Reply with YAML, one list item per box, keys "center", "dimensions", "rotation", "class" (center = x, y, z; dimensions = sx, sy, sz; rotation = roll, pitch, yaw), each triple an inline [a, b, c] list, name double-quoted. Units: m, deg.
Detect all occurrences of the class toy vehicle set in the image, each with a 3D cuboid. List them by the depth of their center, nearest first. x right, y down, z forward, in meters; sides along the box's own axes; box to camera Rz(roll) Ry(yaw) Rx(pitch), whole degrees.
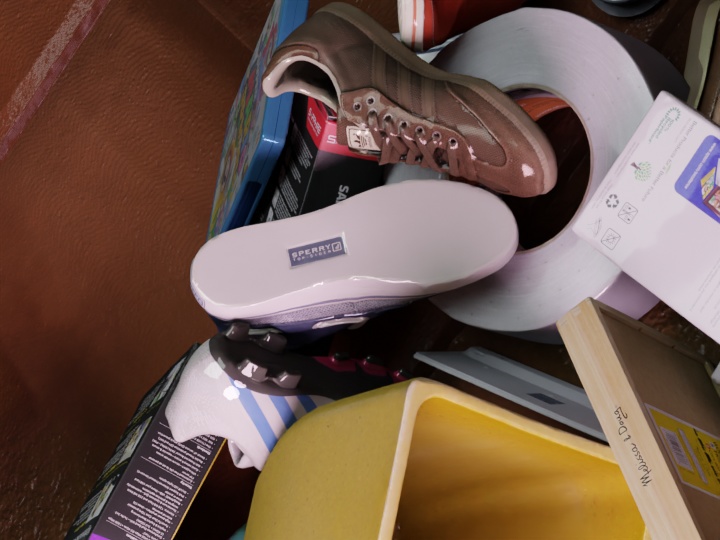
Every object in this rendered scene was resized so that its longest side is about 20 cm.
- center: [0.187, 0.113, 1.564]
  dimensions: [0.027, 0.124, 0.200]
  rotation: [-40, 49, 22]
  class: "toy vehicle set"

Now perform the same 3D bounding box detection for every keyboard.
- center: [0.117, 0.079, 1.695]
  dimensions: [0.200, 0.056, 0.011]
  rotation: [22, 111, 46]
  class: "keyboard"

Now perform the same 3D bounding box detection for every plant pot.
- center: [0.026, 0.184, 1.644]
  dimensions: [0.200, 0.195, 0.195]
  rotation: [-7, 67, 52]
  class: "plant pot"

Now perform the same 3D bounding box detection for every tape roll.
- center: [0.113, -0.057, 1.722]
  dimensions: [0.200, 0.066, 0.201]
  rotation: [-6, 79, 33]
  class: "tape roll"

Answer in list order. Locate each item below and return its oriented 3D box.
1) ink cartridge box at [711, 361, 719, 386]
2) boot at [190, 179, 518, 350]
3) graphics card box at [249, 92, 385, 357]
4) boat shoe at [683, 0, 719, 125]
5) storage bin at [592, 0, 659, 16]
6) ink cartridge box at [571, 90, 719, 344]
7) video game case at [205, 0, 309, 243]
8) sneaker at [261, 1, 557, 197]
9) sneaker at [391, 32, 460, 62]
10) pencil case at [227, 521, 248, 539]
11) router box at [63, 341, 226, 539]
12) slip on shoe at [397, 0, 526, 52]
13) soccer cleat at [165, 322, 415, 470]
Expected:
- center: [0.283, -0.001, 1.571]
  dimensions: [0.095, 0.037, 0.200]
  rotation: [35, 99, 49]
  class: "ink cartridge box"
- center: [0.000, 0.000, 1.716]
  dimensions: [0.199, 0.090, 0.073]
  rotation: [-8, 67, 5]
  class: "boot"
- center: [-0.037, -0.028, 1.816]
  dimensions: [0.126, 0.051, 0.200]
  rotation: [-115, 40, -63]
  class: "graphics card box"
- center: [0.225, -0.069, 1.648]
  dimensions: [0.068, 0.072, 0.201]
  rotation: [-1, 78, 30]
  class: "boat shoe"
- center: [0.137, -0.281, 1.754]
  dimensions: [0.146, 0.134, 0.200]
  rotation: [-41, 61, 16]
  class: "storage bin"
- center: [0.218, -0.008, 1.569]
  dimensions: [0.200, 0.039, 0.100]
  rotation: [41, 102, 35]
  class: "ink cartridge box"
- center: [-0.069, -0.096, 1.863]
  dimensions: [0.200, 0.018, 0.143]
  rotation: [119, 163, -59]
  class: "video game case"
- center: [0.027, -0.086, 1.684]
  dimensions: [0.200, 0.071, 0.076]
  rotation: [34, 62, 32]
  class: "sneaker"
- center: [0.017, -0.114, 1.862]
  dimensions: [0.200, 0.073, 0.071]
  rotation: [-11, 61, 39]
  class: "sneaker"
- center: [-0.087, 0.242, 1.790]
  dimensions: [0.200, 0.085, 0.092]
  rotation: [-50, 57, 15]
  class: "pencil case"
- center: [-0.138, 0.137, 1.816]
  dimensions: [0.149, 0.051, 0.200]
  rotation: [-61, 6, -17]
  class: "router box"
- center: [0.071, -0.184, 1.776]
  dimensions: [0.061, 0.200, 0.074]
  rotation: [5, 108, 22]
  class: "slip on shoe"
- center: [-0.030, 0.092, 1.731]
  dimensions: [0.086, 0.200, 0.070]
  rotation: [-51, 36, 27]
  class: "soccer cleat"
